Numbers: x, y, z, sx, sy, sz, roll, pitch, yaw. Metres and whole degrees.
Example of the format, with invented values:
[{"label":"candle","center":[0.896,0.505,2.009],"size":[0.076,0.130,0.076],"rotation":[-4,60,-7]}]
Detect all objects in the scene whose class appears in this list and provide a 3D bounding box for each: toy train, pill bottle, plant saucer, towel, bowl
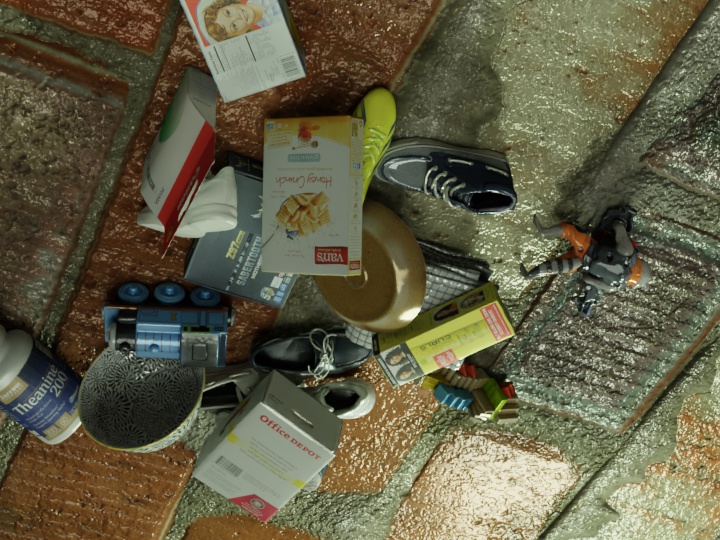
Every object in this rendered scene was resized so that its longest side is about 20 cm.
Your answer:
[{"label":"toy train","center":[-0.280,0.079,1.592],"size":[0.196,0.115,0.088],"rotation":[3,126,-9]},{"label":"pill bottle","center":[-0.503,0.160,1.632],"size":[0.110,0.112,0.200],"rotation":[-32,124,18]},{"label":"plant saucer","center":[0.000,0.000,1.538],"size":[0.197,0.035,0.204],"rotation":[15,118,30]},{"label":"towel","center":[0.088,0.042,1.627],"size":[0.196,0.086,0.167],"rotation":[14,123,-14]},{"label":"bowl","center":[-0.313,0.197,1.642],"size":[0.197,0.203,0.095],"rotation":[-13,143,4]}]

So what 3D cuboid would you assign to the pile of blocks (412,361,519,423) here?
[{"label":"pile of blocks","center":[0.177,0.185,1.741],"size":[0.197,0.083,0.063],"rotation":[20,123,-19]}]

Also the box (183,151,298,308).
[{"label":"box","center":[-0.147,-0.053,1.547],"size":[0.155,0.051,0.202],"rotation":[18,122,-18]}]

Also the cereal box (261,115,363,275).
[{"label":"cereal box","center":[-0.063,-0.096,1.424],"size":[0.142,0.039,0.204],"rotation":[2,92,33]}]

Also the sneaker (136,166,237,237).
[{"label":"sneaker","center":[-0.227,-0.096,1.477],"size":[0.198,0.090,0.075],"rotation":[-4,166,45]}]

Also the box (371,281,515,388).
[{"label":"box","center":[0.118,0.094,1.582],"size":[0.197,0.050,0.076],"rotation":[-25,122,11]}]

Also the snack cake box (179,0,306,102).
[{"label":"snack cake box","center":[-0.150,-0.319,1.336],"size":[0.113,0.068,0.202],"rotation":[-15,127,8]}]

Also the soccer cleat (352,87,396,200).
[{"label":"soccer cleat","center":[0.001,-0.142,1.452],"size":[0.064,0.084,0.203],"rotation":[22,100,-16]}]

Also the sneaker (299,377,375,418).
[{"label":"sneaker","center":[-0.075,0.209,1.716],"size":[0.197,0.079,0.099],"rotation":[-19,168,-1]}]

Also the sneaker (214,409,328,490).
[{"label":"sneaker","center":[-0.140,0.275,1.787],"size":[0.198,0.080,0.079],"rotation":[32,138,1]}]

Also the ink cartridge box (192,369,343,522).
[{"label":"ink cartridge box","center":[-0.139,0.269,1.671],"size":[0.144,0.084,0.200],"rotation":[36,122,-13]}]

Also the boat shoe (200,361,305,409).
[{"label":"boat shoe","center":[-0.181,0.181,1.710],"size":[0.196,0.066,0.073],"rotation":[-4,127,-3]}]

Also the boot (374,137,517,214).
[{"label":"boot","center":[0.116,-0.125,1.495],"size":[0.196,0.091,0.074],"rotation":[1,128,-7]}]

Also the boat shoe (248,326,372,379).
[{"label":"boat shoe","center":[-0.072,0.124,1.670],"size":[0.196,0.062,0.076],"rotation":[1,93,-6]}]

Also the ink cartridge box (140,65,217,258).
[{"label":"ink cartridge box","center":[-0.232,-0.138,1.379],"size":[0.049,0.201,0.162],"rotation":[22,122,-19]}]

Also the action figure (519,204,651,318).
[{"label":"action figure","center":[0.333,0.005,1.613],"size":[0.190,0.105,0.203],"rotation":[8,125,0]}]
